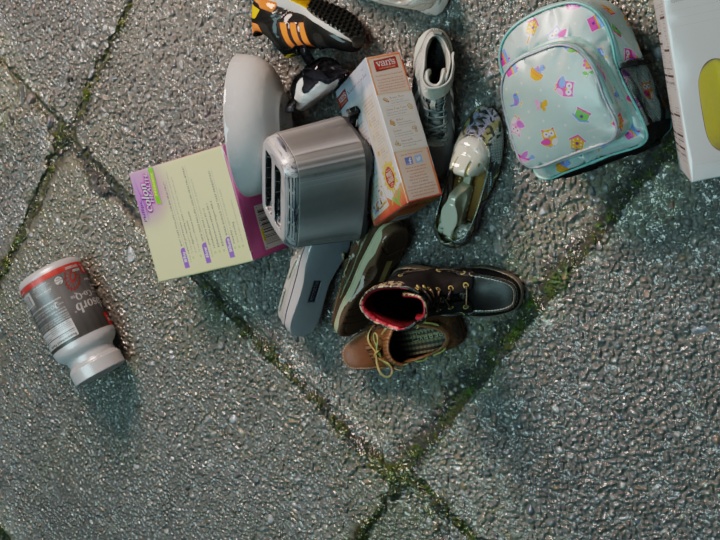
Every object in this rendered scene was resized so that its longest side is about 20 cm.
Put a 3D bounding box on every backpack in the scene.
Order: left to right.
[{"bbox_3d":[0.255,-0.224,1.419,0.175,0.153,0.202,-19,86,40],"label":"backpack"}]

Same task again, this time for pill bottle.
[{"bbox_3d":[-0.490,0.089,2.015,0.115,0.116,0.201,-31,86,35],"label":"pill bottle"}]

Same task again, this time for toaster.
[{"bbox_3d":[-0.060,-0.122,1.604,0.114,0.128,0.201,-124,29,-42],"label":"toaster"}]

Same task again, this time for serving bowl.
[{"bbox_3d":[-0.137,-0.208,1.671,0.065,0.200,0.202,-3,102,10],"label":"serving bowl"}]

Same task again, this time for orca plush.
[{"bbox_3d":[-0.074,-0.272,1.617,0.105,0.200,0.072,-30,94,3],"label":"orca plush"}]

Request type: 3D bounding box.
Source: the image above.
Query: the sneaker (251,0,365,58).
[{"bbox_3d":[-0.076,-0.335,1.664,0.199,0.070,0.091,32,124,27],"label":"sneaker"}]

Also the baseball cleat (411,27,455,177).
[{"bbox_3d":[0.092,-0.217,1.558,0.069,0.107,0.202,-3,104,3],"label":"baseball cleat"}]

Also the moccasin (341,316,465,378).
[{"bbox_3d":[0.054,0.109,1.688,0.200,0.078,0.074,-8,98,34],"label":"moccasin"}]

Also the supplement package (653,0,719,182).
[{"bbox_3d":[0.417,-0.216,1.296,0.150,0.151,0.202,-9,98,12],"label":"supplement package"}]

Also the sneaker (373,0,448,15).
[{"bbox_3d":[0.021,-0.393,1.575,0.199,0.081,0.076,21,115,28],"label":"sneaker"}]

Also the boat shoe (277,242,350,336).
[{"bbox_3d":[-0.074,-0.003,1.752,0.066,0.071,0.202,38,119,46],"label":"boat shoe"}]

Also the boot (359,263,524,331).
[{"bbox_3d":[0.107,0.037,1.586,0.198,0.150,0.074,9,105,24],"label":"boot"}]

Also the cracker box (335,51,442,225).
[{"bbox_3d":[0.036,-0.175,1.584,0.134,0.057,0.202,151,104,-69],"label":"cracker box"}]

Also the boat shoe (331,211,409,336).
[{"bbox_3d":[0.005,0.000,1.705,0.075,0.074,0.203,48,123,35],"label":"boat shoe"}]

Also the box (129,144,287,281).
[{"bbox_3d":[-0.234,-0.092,1.811,0.199,0.096,0.178,-12,96,34],"label":"box"}]

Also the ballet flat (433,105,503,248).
[{"bbox_3d":[0.143,-0.119,1.576,0.072,0.072,0.202,24,115,25],"label":"ballet flat"}]
